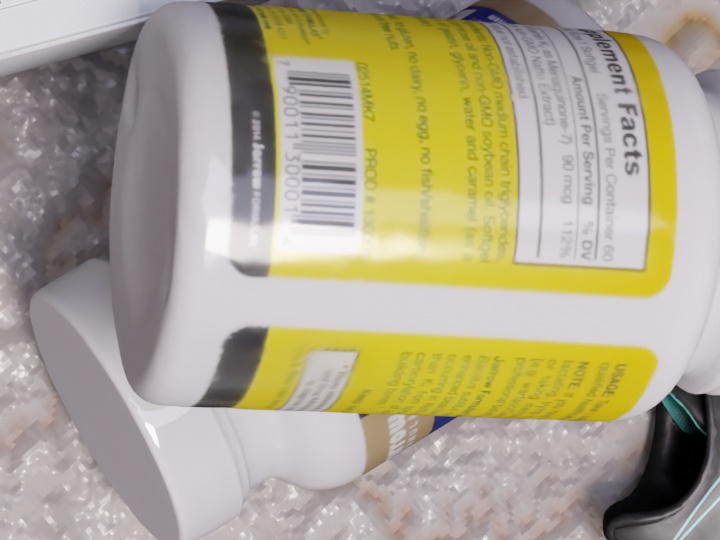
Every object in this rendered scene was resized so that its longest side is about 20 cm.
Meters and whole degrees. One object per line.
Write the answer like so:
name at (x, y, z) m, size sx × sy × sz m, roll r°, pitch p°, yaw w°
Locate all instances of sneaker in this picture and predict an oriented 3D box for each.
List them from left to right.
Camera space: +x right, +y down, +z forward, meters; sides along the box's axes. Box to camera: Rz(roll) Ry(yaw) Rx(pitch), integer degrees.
sneaker at (0.156, 0.033, 0.983) m, size 0.079 × 0.075 × 0.201 m, roll 30°, pitch 80°, yaw -13°

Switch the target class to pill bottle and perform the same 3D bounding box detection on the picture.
pill bottle at (0.000, 0.000, 0.910) m, size 0.200 × 0.116 × 0.116 m, roll -31°, pitch 98°, yaw -16°
pill bottle at (0.035, -0.014, 0.801) m, size 0.199 × 0.114 × 0.115 m, roll 3°, pitch 88°, yaw -15°

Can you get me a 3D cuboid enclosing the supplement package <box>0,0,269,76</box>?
supplement package at (-0.106, -0.167, 0.857) m, size 0.150 × 0.152 × 0.201 m, roll -17°, pitch 94°, yaw -18°
